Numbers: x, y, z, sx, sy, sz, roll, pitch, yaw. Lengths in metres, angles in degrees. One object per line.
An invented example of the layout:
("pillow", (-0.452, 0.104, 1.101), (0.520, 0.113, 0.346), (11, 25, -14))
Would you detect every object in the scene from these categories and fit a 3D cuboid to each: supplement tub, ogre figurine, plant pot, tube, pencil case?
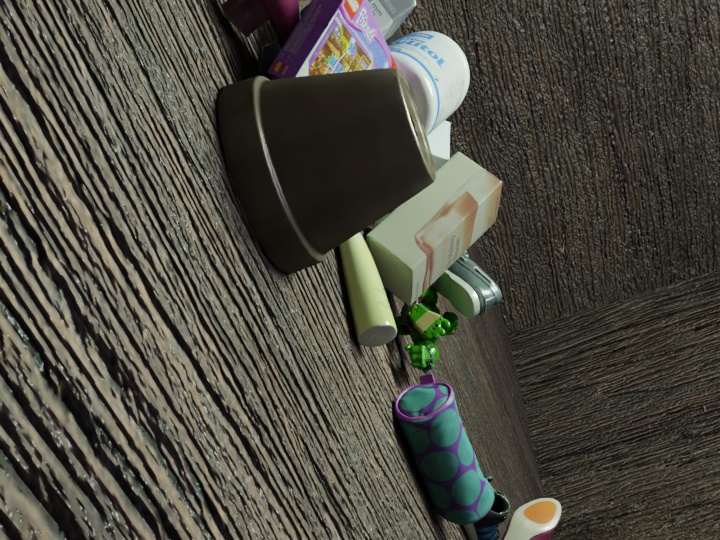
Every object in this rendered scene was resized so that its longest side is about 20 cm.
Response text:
("supplement tub", (0.065, -0.247, 1.312), (0.133, 0.131, 0.200), (69, 27, -16))
("ogre figurine", (0.093, 0.063, 1.428), (0.120, 0.097, 0.201), (76, -5, -62))
("plant pot", (-0.024, -0.118, 0.961), (0.200, 0.172, 0.202), (-19, 90, -78))
("tube", (0.000, 0.000, 1.228), (0.058, 0.051, 0.201), (120, -36, -45))
("pencil case", (0.115, 0.247, 1.312), (0.201, 0.084, 0.093), (68, 28, -26))

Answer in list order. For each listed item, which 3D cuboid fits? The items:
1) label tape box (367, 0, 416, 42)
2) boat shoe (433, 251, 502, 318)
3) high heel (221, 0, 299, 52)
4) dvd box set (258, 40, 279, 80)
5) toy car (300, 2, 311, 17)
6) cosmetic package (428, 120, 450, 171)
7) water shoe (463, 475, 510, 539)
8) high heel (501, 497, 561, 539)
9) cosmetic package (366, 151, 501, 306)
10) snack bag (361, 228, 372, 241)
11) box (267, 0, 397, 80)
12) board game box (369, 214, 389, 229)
("label tape box", (0.009, -0.319, 1.236), (0.063, 0.200, 0.144), (51, -17, -3))
("boat shoe", (0.145, 0.000, 1.485), (0.200, 0.061, 0.073), (50, -29, 47))
("high heel", (-0.058, -0.269, 1.073), (0.200, 0.096, 0.068), (25, 37, -56))
("dvd box set", (-0.070, -0.157, 1.158), (0.147, 0.029, 0.201), (-92, 162, -54))
("toy car", (-0.078, -0.442, 1.348), (0.185, 0.176, 0.200), (55, -13, -15))
("cosmetic package", (0.083, -0.123, 1.503), (0.151, 0.051, 0.201), (-85, -166, -60))
("water shoe", (0.207, 0.400, 1.545), (0.201, 0.078, 0.072), (62, 16, -45))
("high heel", (0.260, 0.450, 1.548), (0.200, 0.067, 0.097), (-37, 139, -43))
("cosmetic package", (0.105, -0.060, 1.369), (0.087, 0.200, 0.104), (38, -24, 21))
("snack bag", (-0.015, -0.141, 1.431), (0.189, 0.021, 0.202), (-24, 97, -78))
("box", (-0.022, -0.221, 1.104), (0.138, 0.039, 0.200), (-60, 153, -12))
("board game box", (0.047, -0.146, 1.421), (0.200, 0.034, 0.127), (-74, -176, -69))
